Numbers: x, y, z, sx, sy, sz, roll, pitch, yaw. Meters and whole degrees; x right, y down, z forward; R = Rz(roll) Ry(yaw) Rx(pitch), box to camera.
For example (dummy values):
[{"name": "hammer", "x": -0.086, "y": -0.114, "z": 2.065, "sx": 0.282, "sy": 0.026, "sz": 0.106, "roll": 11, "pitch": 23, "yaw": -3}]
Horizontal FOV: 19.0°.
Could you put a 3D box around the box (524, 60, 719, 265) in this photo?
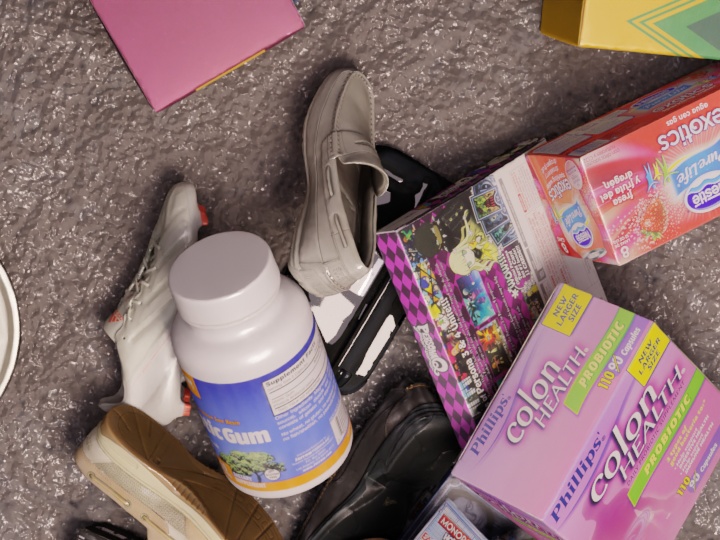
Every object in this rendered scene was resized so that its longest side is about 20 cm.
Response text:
[{"name": "box", "x": 0.248, "y": -0.089, "z": 1.718, "sx": 0.199, "sy": 0.103, "sz": 0.095, "roll": -26, "pitch": 104, "yaw": -19}]

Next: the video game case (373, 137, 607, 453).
[{"name": "video game case", "x": 0.116, "y": 0.020, "z": 1.727, "sx": 0.181, "sy": 0.036, "sz": 0.201, "roll": -33, "pitch": 107, "yaw": -35}]

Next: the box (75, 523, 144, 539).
[{"name": "box", "x": -0.165, "y": 0.329, "z": 1.727, "sx": 0.199, "sy": 0.047, "sz": 0.194, "roll": 21, "pitch": 99, "yaw": 21}]

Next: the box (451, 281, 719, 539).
[{"name": "box", "x": 0.192, "y": 0.137, "z": 1.708, "sx": 0.176, "sy": 0.097, "sz": 0.200, "roll": -59, "pitch": 140, "yaw": -8}]

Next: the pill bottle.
[{"name": "pill bottle", "x": -0.082, "y": 0.071, "z": 1.668, "sx": 0.112, "sy": 0.112, "sz": 0.200, "roll": -23, "pitch": 128, "yaw": -5}]

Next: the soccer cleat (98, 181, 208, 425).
[{"name": "soccer cleat", "x": -0.164, "y": 0.027, "z": 1.710, "sx": 0.077, "sy": 0.069, "sz": 0.201, "roll": 6, "pitch": 102, "yaw": -8}]

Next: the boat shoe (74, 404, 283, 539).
[{"name": "boat shoe", "x": -0.140, "y": 0.194, "z": 1.710, "sx": 0.200, "sy": 0.072, "sz": 0.065, "roll": 41, "pitch": 118, "yaw": -5}]

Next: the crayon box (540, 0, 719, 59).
[{"name": "crayon box", "x": 0.224, "y": -0.201, "z": 1.701, "sx": 0.199, "sy": 0.126, "sz": 0.052, "roll": 5, "pitch": 100, "yaw": -10}]

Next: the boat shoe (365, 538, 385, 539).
[{"name": "boat shoe", "x": -0.053, "y": 0.285, "z": 1.744, "sx": 0.199, "sy": 0.065, "sz": 0.072, "roll": -23, "pitch": 138, "yaw": 10}]

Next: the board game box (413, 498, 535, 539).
[{"name": "board game box", "x": 0.070, "y": 0.270, "z": 1.680, "sx": 0.200, "sy": 0.062, "sz": 0.200, "roll": 3, "pitch": 125, "yaw": -48}]

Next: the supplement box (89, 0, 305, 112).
[{"name": "supplement box", "x": -0.129, "y": -0.202, "z": 1.603, "sx": 0.131, "sy": 0.200, "sz": 0.103, "roll": -29, "pitch": 104, "yaw": -2}]

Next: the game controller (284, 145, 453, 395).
[{"name": "game controller", "x": 0.000, "y": 0.000, "z": 1.751, "sx": 0.104, "sy": 0.042, "sz": 0.200, "roll": 31, "pitch": 94, "yaw": 1}]

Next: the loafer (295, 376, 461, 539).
[{"name": "loafer", "x": 0.007, "y": 0.176, "z": 1.768, "sx": 0.073, "sy": 0.072, "sz": 0.200, "roll": 26, "pitch": 114, "yaw": -39}]

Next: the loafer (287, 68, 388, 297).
[{"name": "loafer", "x": -0.007, "y": -0.072, "z": 1.670, "sx": 0.070, "sy": 0.070, "sz": 0.201, "roll": 35, "pitch": 50, "yaw": -43}]

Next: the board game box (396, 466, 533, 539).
[{"name": "board game box", "x": 0.065, "y": 0.281, "z": 1.810, "sx": 0.135, "sy": 0.035, "sz": 0.200, "roll": 36, "pitch": 93, "yaw": -14}]

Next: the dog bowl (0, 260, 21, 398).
[{"name": "dog bowl", "x": -0.365, "y": 0.040, "z": 1.674, "sx": 0.199, "sy": 0.074, "sz": 0.201, "roll": -2, "pitch": 100, "yaw": -10}]

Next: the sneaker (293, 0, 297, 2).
[{"name": "sneaker", "x": 0.012, "y": -0.263, "z": 1.689, "sx": 0.199, "sy": 0.075, "sz": 0.079, "roll": -12, "pitch": 111, "yaw": 1}]
